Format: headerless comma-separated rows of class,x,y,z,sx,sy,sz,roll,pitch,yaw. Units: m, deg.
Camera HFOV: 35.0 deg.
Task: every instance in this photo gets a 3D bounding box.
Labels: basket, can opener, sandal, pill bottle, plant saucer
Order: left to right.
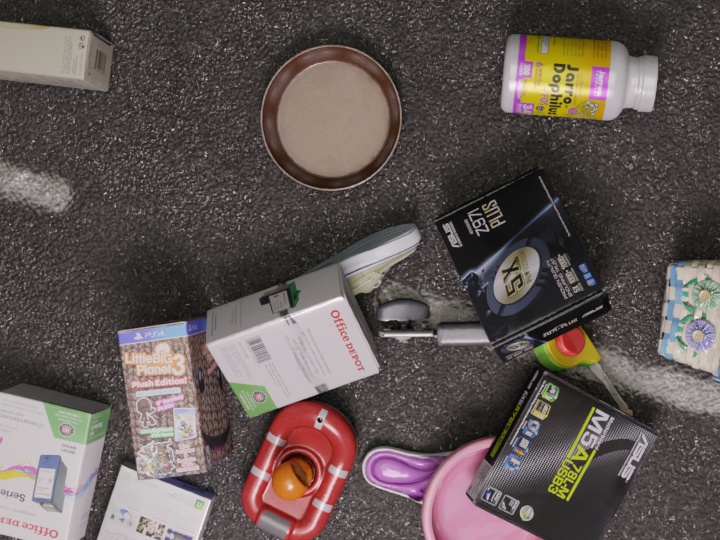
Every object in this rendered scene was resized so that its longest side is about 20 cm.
plant saucer,-0.039,-0.212,1.592,0.198,0.034,0.202,0,92,8
sandal,0.100,0.290,1.577,0.201,0.050,0.083,3,93,7
can opener,0.121,0.071,1.568,0.198,0.053,0.067,-2,92,6
plant saucer,0.174,0.320,1.542,0.199,0.051,0.202,-2,97,-14
pill bottle,0.289,-0.255,1.512,0.198,0.104,0.105,5,92,7
basket,0.491,0.067,1.475,0.198,0.139,0.178,7,91,17

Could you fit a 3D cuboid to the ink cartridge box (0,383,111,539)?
ink cartridge box,-0.455,0.279,1.631,0.144,0.088,0.202,13,95,6

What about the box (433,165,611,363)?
box,0.213,-0.008,1.505,0.163,0.086,0.201,-26,67,8

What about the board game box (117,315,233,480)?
board game box,-0.250,0.170,1.565,0.096,0.159,0.202,-8,91,7

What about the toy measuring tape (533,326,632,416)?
toy measuring tape,0.289,0.132,1.539,0.073,0.074,0.201,-33,93,7

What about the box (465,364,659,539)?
box,0.267,0.256,1.507,0.192,0.048,0.201,29,91,-13

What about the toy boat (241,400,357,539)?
toy boat,-0.087,0.277,1.560,0.130,0.131,0.201,25,94,5

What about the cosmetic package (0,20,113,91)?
cosmetic package,-0.462,-0.306,1.610,0.198,0.105,0.072,8,91,6

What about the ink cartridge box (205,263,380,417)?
ink cartridge box,-0.090,0.096,1.548,0.199,0.085,0.147,-20,125,7

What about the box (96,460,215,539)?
box,-0.306,0.394,1.641,0.143,0.036,0.201,20,93,7

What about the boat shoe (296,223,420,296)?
boat shoe,0.000,0.000,1.582,0.199,0.072,0.062,-26,107,14
